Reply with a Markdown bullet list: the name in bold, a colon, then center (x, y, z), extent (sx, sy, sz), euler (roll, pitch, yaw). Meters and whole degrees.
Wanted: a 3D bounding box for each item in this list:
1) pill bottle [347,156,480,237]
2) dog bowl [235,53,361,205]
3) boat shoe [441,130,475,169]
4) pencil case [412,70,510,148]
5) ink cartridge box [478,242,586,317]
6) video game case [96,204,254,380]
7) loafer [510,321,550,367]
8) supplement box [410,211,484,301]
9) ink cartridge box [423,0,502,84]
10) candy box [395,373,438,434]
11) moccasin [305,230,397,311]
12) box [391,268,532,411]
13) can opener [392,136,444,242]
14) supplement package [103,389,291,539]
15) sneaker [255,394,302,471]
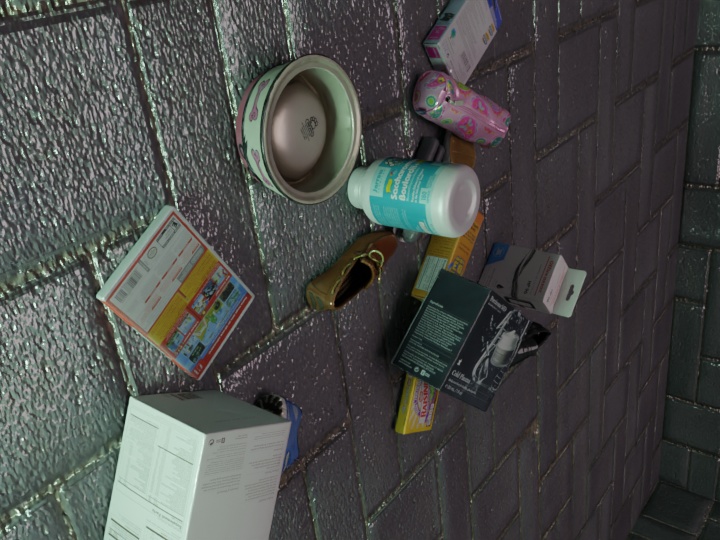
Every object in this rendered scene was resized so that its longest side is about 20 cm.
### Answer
- **pill bottle**: center (0.077, -0.119, 1.112), extent (0.111, 0.199, 0.111), euler (-19, 115, -49)
- **dog bowl**: center (-0.087, -0.194, 0.981), extent (0.200, 0.074, 0.201), euler (-19, 115, -48)
- **boat shoe**: center (0.167, -0.182, 1.326), extent (0.071, 0.069, 0.201), euler (20, 64, -34)
- **pencil case**: center (0.181, -0.284, 1.267), extent (0.200, 0.087, 0.088), euler (17, 87, -42)
- **ink cartridge box**: center (0.368, 0.018, 1.534), extent (0.068, 0.199, 0.116), euler (42, 68, -50)
- **video game case**: center (-0.228, 0.033, 0.914), extent (0.143, 0.017, 0.200), euler (-59, 140, -22)
- **loafer**: center (0.396, 0.182, 1.731), extent (0.200, 0.070, 0.068), euler (-30, 123, -44)
- **supplement box**: center (0.168, -0.029, 1.371), extent (0.066, 0.069, 0.201), euler (30, 80, -50)
- **ink cartridge box**: center (0.190, -0.435, 1.294), extent (0.200, 0.042, 0.119), euler (-57, 140, -19)
- **candy box**: center (0.125, 0.221, 1.414), extent (0.102, 0.026, 0.201), euler (7, 95, -50)
- **moccasin**: center (0.000, -0.002, 1.149), extent (0.201, 0.077, 0.074), euler (-35, 127, -41)
- **box**: center (0.190, 0.132, 1.315), extent (0.200, 0.124, 0.197), euler (31, 84, -50)
- **can opener**: center (0.112, -0.140, 1.262), extent (0.053, 0.067, 0.201), euler (38, 71, -51)
- **supplement package**: center (-0.207, 0.272, 0.905), extent (0.152, 0.150, 0.201), euler (8, 94, -54)
- **sneaker**: center (-0.131, 0.292, 1.072), extent (0.089, 0.078, 0.201), euler (26, 80, -50)
